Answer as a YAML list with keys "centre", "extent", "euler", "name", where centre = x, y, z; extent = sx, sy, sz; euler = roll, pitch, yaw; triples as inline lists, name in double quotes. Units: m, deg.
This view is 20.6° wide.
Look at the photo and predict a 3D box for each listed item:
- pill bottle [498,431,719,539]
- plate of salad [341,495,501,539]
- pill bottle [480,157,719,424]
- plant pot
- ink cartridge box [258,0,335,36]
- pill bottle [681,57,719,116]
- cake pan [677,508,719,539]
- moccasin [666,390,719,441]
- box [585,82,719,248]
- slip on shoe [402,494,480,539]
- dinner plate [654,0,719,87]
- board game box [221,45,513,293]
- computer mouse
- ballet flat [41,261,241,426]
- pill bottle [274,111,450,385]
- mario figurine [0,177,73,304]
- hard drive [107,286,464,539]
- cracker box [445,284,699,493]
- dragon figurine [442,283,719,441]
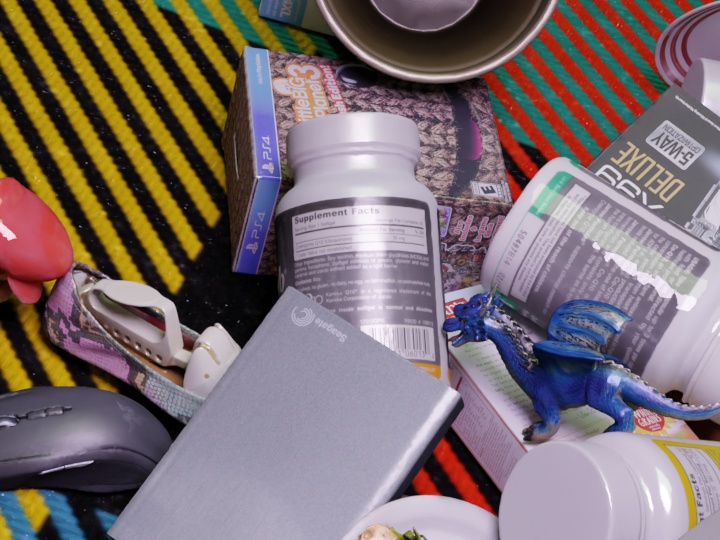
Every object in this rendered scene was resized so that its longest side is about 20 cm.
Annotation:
- centre: [0.190, 0.162, 1.271]
  extent: [0.199, 0.114, 0.115]
  euler: [9, 37, -41]
  name: "pill bottle"
- centre: [0.062, 0.231, 1.198]
  extent: [0.199, 0.048, 0.201]
  euler: [16, 59, -28]
  name: "plate of salad"
- centre: [0.194, 0.016, 1.393]
  extent: [0.200, 0.113, 0.113]
  euler: [33, 43, 14]
  name: "pill bottle"
- centre: [0.055, -0.245, 1.563]
  extent: [0.199, 0.201, 0.174]
  euler: [15, 3, -3]
  name: "plant pot"
- centre: [0.028, -0.277, 1.733]
  extent: [0.199, 0.126, 0.129]
  euler: [17, 41, -2]
  name: "ink cartridge box"
- centre: [0.372, -0.115, 1.679]
  extent: [0.199, 0.120, 0.120]
  euler: [13, 41, -5]
  name: "pill bottle"
- centre: [0.241, 0.200, 1.224]
  extent: [0.199, 0.201, 0.037]
  euler: [-10, 47, -28]
  name: "cake pan"
- centre: [0.284, 0.097, 1.446]
  extent: [0.201, 0.078, 0.074]
  euler: [36, 44, 19]
  name: "moccasin"
- centre: [0.269, -0.032, 1.558]
  extent: [0.158, 0.050, 0.200]
  euler: [-42, 65, -16]
  name: "box"
- centre: [-0.017, 0.160, 1.285]
  extent: [0.199, 0.061, 0.076]
  euler: [23, 41, 6]
  name: "slip on shoe"
- centre: [0.353, -0.188, 1.698]
  extent: [0.199, 0.200, 0.024]
  euler: [10, 66, -8]
  name: "dinner plate"
- centre: [0.001, -0.076, 1.524]
  extent: [0.199, 0.097, 0.160]
  euler: [6, 42, -14]
  name: "board game box"
- centre: [-0.214, 0.124, 1.268]
  extent: [0.199, 0.046, 0.141]
  euler: [6, 41, -13]
  name: "computer mouse"
- centre: [-0.129, 0.055, 1.354]
  extent: [0.199, 0.071, 0.069]
  euler: [29, 39, 12]
  name: "ballet flat"
- centre: [0.000, 0.000, 1.364]
  extent: [0.116, 0.116, 0.201]
  euler: [1, 76, -18]
  name: "pill bottle"
- centre: [-0.295, -0.002, 1.362]
  extent: [0.199, 0.106, 0.124]
  euler: [0, 78, 6]
  name: "mario figurine"
- centre: [-0.046, 0.126, 1.253]
  extent: [0.139, 0.033, 0.200]
  euler: [31, 76, 20]
  name: "hard drive"
- centre: [0.134, 0.093, 1.415]
  extent: [0.133, 0.058, 0.200]
  euler: [-13, 50, -32]
  name: "cracker box"
- centre: [0.148, 0.060, 1.309]
  extent: [0.199, 0.100, 0.059]
  euler: [2, 32, 30]
  name: "dragon figurine"
